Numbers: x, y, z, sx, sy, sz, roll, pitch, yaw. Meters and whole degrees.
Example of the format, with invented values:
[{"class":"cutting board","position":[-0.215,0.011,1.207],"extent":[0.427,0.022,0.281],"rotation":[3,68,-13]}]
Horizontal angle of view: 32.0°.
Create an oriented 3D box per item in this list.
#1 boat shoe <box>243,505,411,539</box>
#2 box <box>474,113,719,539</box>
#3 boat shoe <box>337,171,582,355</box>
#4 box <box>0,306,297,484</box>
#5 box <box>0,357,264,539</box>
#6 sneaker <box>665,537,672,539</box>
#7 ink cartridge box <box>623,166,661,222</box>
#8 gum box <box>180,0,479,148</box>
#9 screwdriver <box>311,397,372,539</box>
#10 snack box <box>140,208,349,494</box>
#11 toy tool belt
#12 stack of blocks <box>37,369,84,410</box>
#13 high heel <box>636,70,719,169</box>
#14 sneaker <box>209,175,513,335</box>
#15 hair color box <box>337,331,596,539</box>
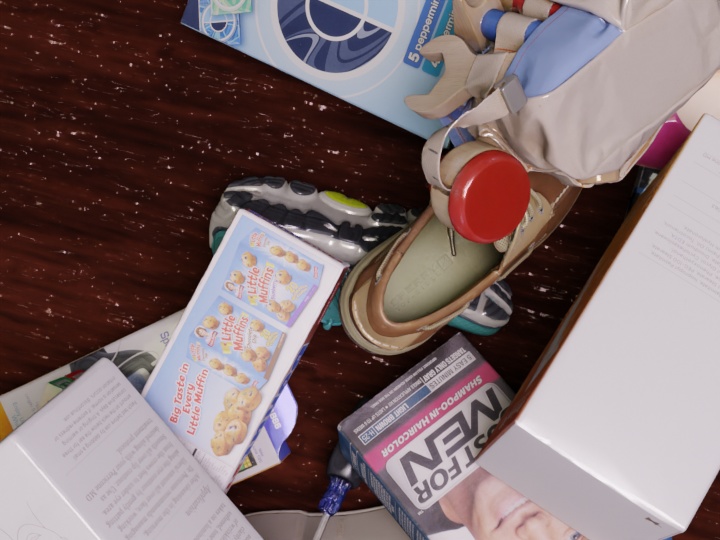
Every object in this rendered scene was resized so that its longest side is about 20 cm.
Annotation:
[{"class":"boat shoe","position":[0.007,0.191,0.813],"extent":[0.200,0.067,0.057],"rotation":[-1,115,13]},{"class":"box","position":[0.161,0.038,0.676],"extent":[0.097,0.124,0.200],"rotation":[33,73,6]},{"class":"boat shoe","position":[0.073,-0.027,0.725],"extent":[0.076,0.074,0.200],"rotation":[44,78,-5]},{"class":"box","position":[-0.141,0.102,0.838],"extent":[0.200,0.041,0.119],"rotation":[-25,89,6]},{"class":"box","position":[-0.145,0.180,0.689],"extent":[0.152,0.106,0.200],"rotation":[-37,95,25]},{"class":"sneaker","position":[0.159,0.130,0.777],"extent":[0.066,0.078,0.201],"rotation":[-4,94,6]},{"class":"ink cartridge box","position":[0.266,-0.024,0.772],"extent":[0.200,0.039,0.100],"rotation":[15,94,6]},{"class":"gum box","position":[0.006,-0.192,0.764],"extent":[0.200,0.045,0.170],"rotation":[27,107,18]},{"class":"screwdriver","position":[-0.028,0.164,0.776],"extent":[0.028,0.029,0.200],"rotation":[9,53,27]},{"class":"snack box","position":[-0.085,0.067,0.737],"extent":[0.072,0.024,0.200],"rotation":[29,95,7]},{"class":"toy tool belt","position":[0.092,-0.099,0.669],"extent":[0.200,0.123,0.125],"rotation":[-41,125,-14]},{"class":"stack of blocks","position":[-0.169,0.179,0.797],"extent":[0.115,0.059,0.200],"rotation":[21,96,6]},{"class":"high heel","position":[0.227,-0.105,0.709],"extent":[0.200,0.096,0.067],"rotation":[0,71,-9]},{"class":"sneaker","position":[0.000,0.000,0.805],"extent":[0.200,0.078,0.080],"rotation":[18,125,3]},{"class":"hair color box","position":[0.085,0.145,0.743],"extent":[0.100,0.061,0.200],"rotation":[-37,69,-13]}]
